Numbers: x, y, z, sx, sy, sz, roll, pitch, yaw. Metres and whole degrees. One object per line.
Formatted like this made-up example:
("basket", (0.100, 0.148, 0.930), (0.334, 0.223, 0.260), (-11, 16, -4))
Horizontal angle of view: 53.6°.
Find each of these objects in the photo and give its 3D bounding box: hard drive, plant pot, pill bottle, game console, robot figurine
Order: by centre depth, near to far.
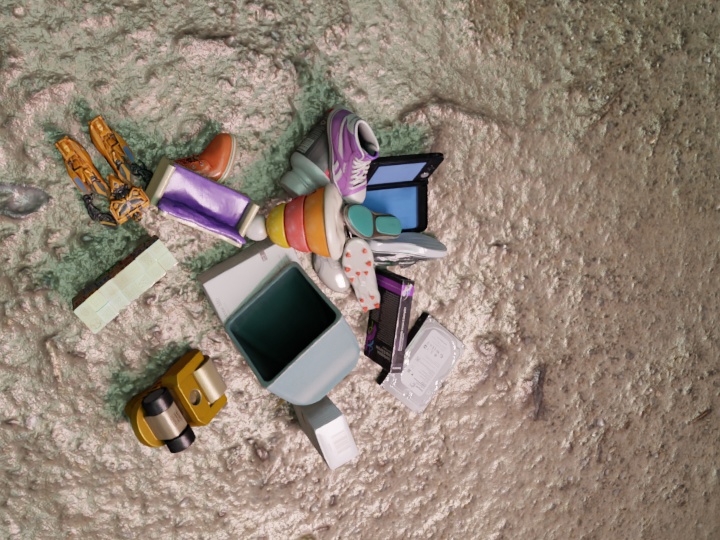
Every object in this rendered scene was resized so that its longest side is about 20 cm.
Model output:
("robot figurine", (-0.469, -0.175, 1.328), (0.144, 0.058, 0.202), (-36, 110, -12))
("plant pot", (-0.112, 0.147, 1.418), (0.195, 0.196, 0.200), (-42, 139, -3))
("pill bottle", (-0.074, -0.230, 1.457), (0.111, 0.110, 0.201), (42, 82, -23))
("game console", (0.077, -0.159, 1.534), (0.196, 0.176, 0.118), (-9, 74, -21))
("hard drive", (0.144, 0.219, 1.667), (0.139, 0.038, 0.201), (40, 84, -23))

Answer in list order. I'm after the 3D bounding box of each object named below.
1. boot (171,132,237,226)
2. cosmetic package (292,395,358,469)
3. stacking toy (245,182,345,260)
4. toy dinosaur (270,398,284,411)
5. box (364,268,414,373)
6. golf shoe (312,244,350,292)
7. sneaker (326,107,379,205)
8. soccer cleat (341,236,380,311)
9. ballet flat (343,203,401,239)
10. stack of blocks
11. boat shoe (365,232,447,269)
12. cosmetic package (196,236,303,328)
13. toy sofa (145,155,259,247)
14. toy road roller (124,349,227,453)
("boot", (-0.317, -0.194, 1.366), (0.107, 0.075, 0.202), (38, 83, -44))
("cosmetic package", (-0.081, 0.323, 1.501), (0.073, 0.200, 0.103), (-25, 107, -16))
("stacking toy", (-0.133, -0.089, 1.383), (0.196, 0.146, 0.149), (-4, 102, 6))
("toy dinosaur", (-0.128, 0.218, 1.553), (0.100, 0.058, 0.203), (19, 85, -9))
("box", (0.062, 0.108, 1.555), (0.035, 0.143, 0.204), (6, 98, -24))
("golf shoe", (-0.061, -0.039, 1.504), (0.077, 0.097, 0.203), (-26, 110, -18))
("sneaker", (-0.007, -0.202, 1.372), (0.072, 0.114, 0.203), (-30, 128, -25))
("soccer cleat", (0.000, 0.000, 1.514), (0.068, 0.078, 0.202), (-13, 132, 3))
("ballet flat", (0.011, -0.093, 1.473), (0.198, 0.063, 0.069), (7, 77, -53))
("stack of blocks", (-0.445, 0.020, 1.342), (0.200, 0.115, 0.059), (-42, 112, -12))
("boat shoe", (0.097, -0.040, 1.593), (0.196, 0.072, 0.072), (5, 121, -19))
("cosmetic package", (-0.220, 0.018, 1.455), (0.198, 0.081, 0.114), (-32, 112, -16))
("toy sofa", (-0.288, -0.125, 1.318), (0.198, 0.098, 0.084), (24, 102, -38))
("toy road roller", (-0.378, 0.264, 1.428), (0.200, 0.144, 0.124), (-49, 119, -49))
